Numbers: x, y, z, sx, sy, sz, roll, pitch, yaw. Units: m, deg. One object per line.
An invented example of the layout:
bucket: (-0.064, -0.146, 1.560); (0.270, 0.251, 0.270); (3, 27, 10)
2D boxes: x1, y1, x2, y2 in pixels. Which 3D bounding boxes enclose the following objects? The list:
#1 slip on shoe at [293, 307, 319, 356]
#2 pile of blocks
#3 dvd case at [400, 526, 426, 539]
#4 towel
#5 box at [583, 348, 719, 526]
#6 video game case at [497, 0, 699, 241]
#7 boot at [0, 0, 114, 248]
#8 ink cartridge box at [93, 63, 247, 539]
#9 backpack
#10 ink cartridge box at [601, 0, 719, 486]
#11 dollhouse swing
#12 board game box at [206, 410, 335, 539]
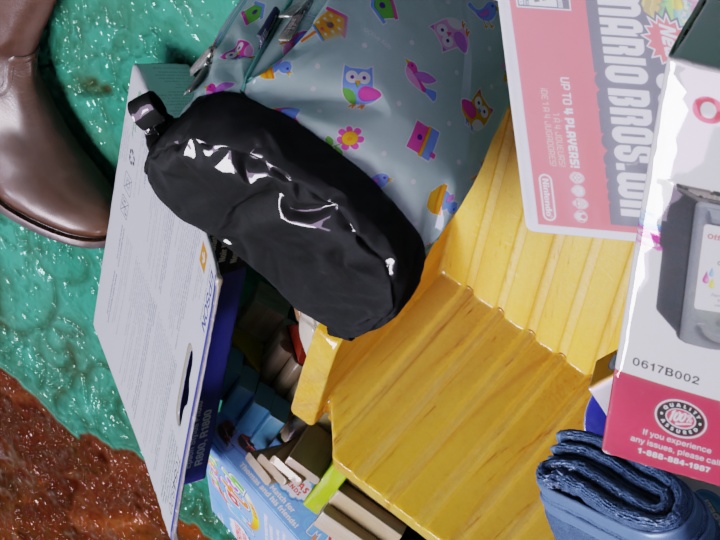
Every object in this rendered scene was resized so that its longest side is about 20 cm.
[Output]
slip on shoe: (0.000, 0.000, 1.527); (0.060, 0.076, 0.201); (-11, 108, 33)
pile of blocks: (-0.031, 0.077, 1.584); (0.200, 0.082, 0.062); (48, 121, 20)
dvd case: (0.070, 0.165, 1.624); (0.199, 0.025, 0.151); (19, 132, 35)
towel: (0.156, 0.172, 1.335); (0.111, 0.048, 0.201); (26, 144, 52)
box: (0.205, 0.062, 1.316); (0.199, 0.042, 0.119); (-31, 101, 19)
video game case: (0.160, -0.070, 1.190); (0.199, 0.017, 0.144); (6, 127, 21)
boot: (-0.189, -0.130, 1.614); (0.186, 0.064, 0.200); (38, 136, 11)
ink cartridge box: (-0.101, 0.018, 1.557); (0.200, 0.040, 0.200); (-114, 29, -46)
backpack: (0.002, -0.089, 1.347); (0.167, 0.201, 0.126); (42, 149, -25)
ink cartridge box: (0.190, -0.004, 1.145); (0.147, 0.086, 0.201); (15, 126, 15)
dollhouse swing: (0.086, 0.037, 1.400); (0.200, 0.182, 0.176); (36, 160, 17)
board game box: (-0.019, 0.182, 1.643); (0.200, 0.037, 0.151); (46, 164, 17)
